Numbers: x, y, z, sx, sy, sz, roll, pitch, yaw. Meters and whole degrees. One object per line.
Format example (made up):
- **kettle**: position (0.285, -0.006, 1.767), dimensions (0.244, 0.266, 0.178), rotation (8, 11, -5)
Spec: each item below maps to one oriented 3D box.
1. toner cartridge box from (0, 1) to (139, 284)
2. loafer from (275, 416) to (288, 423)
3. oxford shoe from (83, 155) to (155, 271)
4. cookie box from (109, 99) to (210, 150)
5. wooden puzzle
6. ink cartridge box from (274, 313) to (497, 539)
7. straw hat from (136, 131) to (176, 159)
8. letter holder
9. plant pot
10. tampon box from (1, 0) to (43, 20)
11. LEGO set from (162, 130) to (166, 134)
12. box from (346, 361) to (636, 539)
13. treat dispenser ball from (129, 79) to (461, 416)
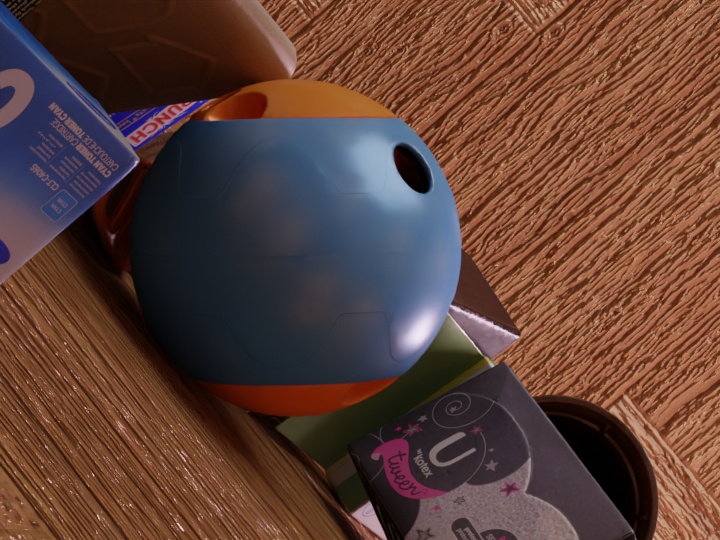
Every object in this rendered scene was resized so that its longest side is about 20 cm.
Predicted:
- **toner cartridge box**: position (-0.174, -0.070, 0.919), dimensions (0.043, 0.095, 0.200), rotation (52, 3, 35)
- **loafer**: position (-0.067, 0.049, 1.667), dimensions (0.200, 0.063, 0.072), rotation (48, 1, -44)
- **oxford shoe**: position (-0.159, -0.044, 1.524), dimensions (0.073, 0.072, 0.200), rotation (30, -6, 8)
- **cookie box**: position (-0.174, -0.158, 1.561), dimensions (0.075, 0.171, 0.200), rotation (58, 4, 26)
- **wooden puzzle**: position (-0.159, -0.149, 1.401), dimensions (0.185, 0.199, 0.047), rotation (46, 36, -60)
- **ink cartridge box**: position (0.040, 0.113, 1.651), dimensions (0.048, 0.145, 0.200), rotation (56, 4, 25)
- **straw hat**: position (-0.094, -0.011, 1.749), dimensions (0.201, 0.200, 0.086), rotation (49, 45, -42)
- **letter holder**: position (0.000, 0.000, 1.631), dimensions (0.200, 0.100, 0.143), rotation (25, 31, -59)
- **plant pot**: position (0.179, 0.232, 2.309), dimensions (0.201, 0.200, 0.198), rotation (50, -7, 6)
- **tampon box**: position (-0.259, -0.212, 1.226), dimensions (0.150, 0.126, 0.200), rotation (51, 1, 24)
- **LEGO set**: position (-0.182, -0.142, 1.874), dimensions (0.154, 0.116, 0.200), rotation (48, 3, -47)
- **box**: position (0.093, 0.177, 1.557), dimensions (0.200, 0.131, 0.115), rotation (55, -10, 52)
- **treat dispenser ball**: position (-0.039, -0.014, 1.421), dimensions (0.201, 0.201, 0.201), rotation (50, 2, -2)
